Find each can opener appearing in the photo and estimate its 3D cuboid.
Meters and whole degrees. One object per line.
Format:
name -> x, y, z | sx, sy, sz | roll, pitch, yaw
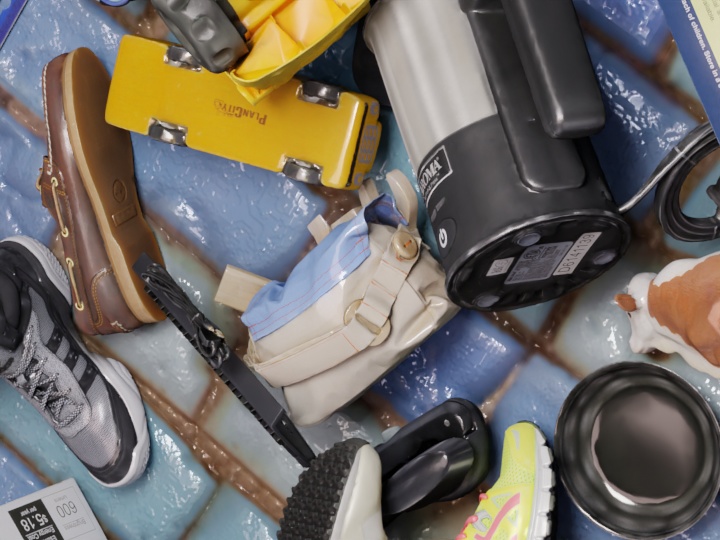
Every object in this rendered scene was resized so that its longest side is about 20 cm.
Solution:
can opener -> 0.014, 0.144, 1.642 | 0.200, 0.078, 0.064 | -35, 68, 43

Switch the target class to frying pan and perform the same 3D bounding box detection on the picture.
frying pan -> 0.207, 0.099, 1.537 | 0.189, 0.031, 0.115 | -24, 86, 28

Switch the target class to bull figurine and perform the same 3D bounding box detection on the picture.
bull figurine -> 0.247, 0.026, 1.478 | 0.200, 0.065, 0.122 | -30, 77, 29

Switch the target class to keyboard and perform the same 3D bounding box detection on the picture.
keyboard -> -0.099, 0.050, 1.626 | 0.021, 0.127, 0.200 | -39, 45, -7

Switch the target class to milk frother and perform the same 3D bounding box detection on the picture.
milk frother -> 0.131, -0.096, 1.500 | 0.180, 0.199, 0.189 | -42, 56, 44

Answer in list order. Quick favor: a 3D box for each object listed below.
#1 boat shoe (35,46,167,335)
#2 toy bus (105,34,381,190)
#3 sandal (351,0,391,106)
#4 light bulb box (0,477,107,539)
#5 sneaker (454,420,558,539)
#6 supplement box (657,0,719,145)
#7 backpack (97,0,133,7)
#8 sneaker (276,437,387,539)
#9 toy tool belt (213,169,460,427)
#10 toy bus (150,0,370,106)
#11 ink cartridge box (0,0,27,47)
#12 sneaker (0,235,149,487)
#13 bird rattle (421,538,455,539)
boat shoe -> -0.193, -0.052, 1.721 | 0.070, 0.070, 0.201 | -12, 92, 27
toy bus -> -0.075, -0.105, 1.635 | 0.199, 0.078, 0.065 | 16, 96, 27
sandal -> 0.028, -0.205, 1.582 | 0.076, 0.043, 0.201 | 7, 102, 29
light bulb box -> -0.251, 0.280, 1.738 | 0.125, 0.198, 0.201 | -35, 82, 32
sneaker -> 0.076, 0.188, 1.560 | 0.090, 0.078, 0.201 | 8, 70, 10
supplement box -> 0.286, -0.170, 1.384 | 0.199, 0.134, 0.201 | -26, 85, 31
backpack -> -0.183, -0.292, 1.631 | 0.200, 0.147, 0.183 | 37, 112, 23
sneaker -> -0.005, 0.210, 1.577 | 0.070, 0.093, 0.201 | -1, 75, 60
toy tool belt -> 0.000, 0.000, 1.589 | 0.200, 0.125, 0.123 | -41, 86, 28
toy bus -> -0.083, -0.205, 1.530 | 0.136, 0.192, 0.200 | -40, 85, -6
ink cartridge box -> -0.321, -0.247, 1.782 | 0.200, 0.039, 0.100 | 42, 115, 17
sneaker -> -0.233, 0.073, 1.740 | 0.075, 0.114, 0.201 | -35, 81, 30
bird rattle -> 0.043, 0.255, 1.644 | 0.200, 0.112, 0.163 | 39, 104, 33
